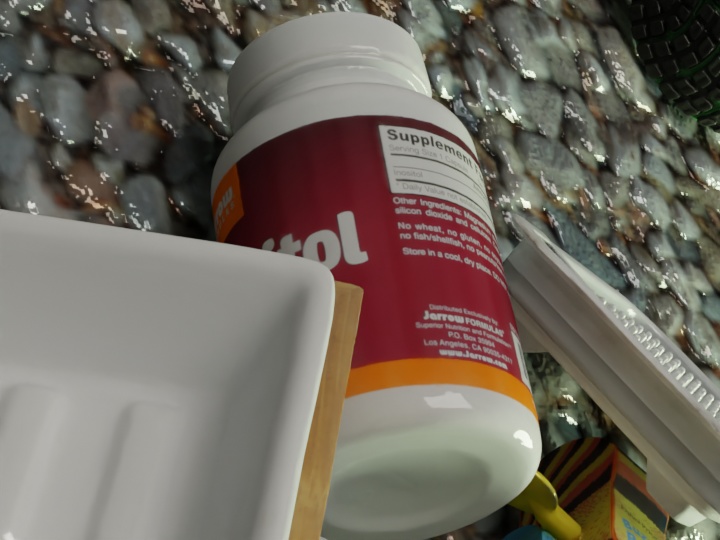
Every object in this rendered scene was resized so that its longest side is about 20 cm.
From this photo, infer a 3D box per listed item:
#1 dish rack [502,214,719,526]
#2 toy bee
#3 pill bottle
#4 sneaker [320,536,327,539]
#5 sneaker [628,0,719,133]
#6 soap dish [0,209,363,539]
[{"bbox_3d":[0.135,0.063,0.954,0.172,0.044,0.200,47,9,27],"label":"dish rack"},{"bbox_3d":[0.103,0.137,0.877,0.131,0.109,0.200,29,43,-33],"label":"toy bee"},{"bbox_3d":[0.000,0.000,0.869,0.113,0.113,0.200,19,48,-38],"label":"pill bottle"},{"bbox_3d":[-0.088,0.109,0.723,0.140,0.078,0.200,52,27,0],"label":"sneaker"},{"bbox_3d":[0.196,-0.171,1.256,0.085,0.078,0.200,-2,65,-56],"label":"sneaker"},{"bbox_3d":[-0.108,0.057,0.663,0.200,0.081,0.157,8,44,3],"label":"soap dish"}]
